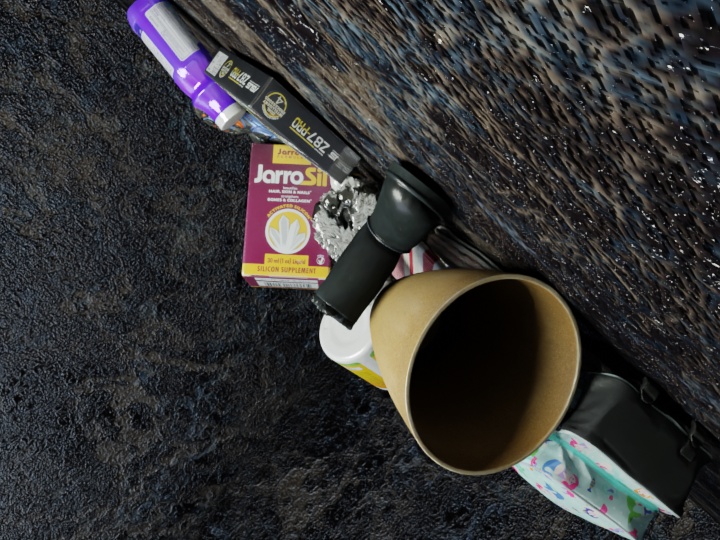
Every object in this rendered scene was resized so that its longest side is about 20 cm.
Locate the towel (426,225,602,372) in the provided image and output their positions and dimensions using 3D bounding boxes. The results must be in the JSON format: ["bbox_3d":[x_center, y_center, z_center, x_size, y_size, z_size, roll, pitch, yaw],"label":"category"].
[{"bbox_3d":[0.185,0.039,0.823,0.191,0.032,0.200,40,-179,-44],"label":"towel"}]

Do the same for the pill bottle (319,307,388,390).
[{"bbox_3d":[0.032,0.122,1.072,0.111,0.111,0.200,41,-179,42],"label":"pill bottle"}]

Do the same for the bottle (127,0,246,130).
[{"bbox_3d":[-0.240,-0.291,0.956,0.201,0.065,0.084,51,180,-2],"label":"bottle"}]

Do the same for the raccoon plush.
[{"bbox_3d":[-0.005,-0.039,0.918,0.134,0.095,0.203,-48,-50,-79],"label":"raccoon plush"}]

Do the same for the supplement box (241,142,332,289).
[{"bbox_3d":[-0.103,-0.078,1.029,0.129,0.203,0.103,2,169,-1],"label":"supplement box"}]

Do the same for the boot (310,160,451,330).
[{"bbox_3d":[0.013,-0.018,0.696,0.073,0.163,0.198,39,-179,4],"label":"boot"}]

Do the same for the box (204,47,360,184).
[{"bbox_3d":[-0.104,-0.202,0.875,0.161,0.049,0.200,35,-175,-39],"label":"box"}]

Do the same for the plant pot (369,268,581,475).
[{"bbox_3d":[0.086,0.075,0.696,0.186,0.187,0.200,39,175,-25],"label":"plant pot"}]

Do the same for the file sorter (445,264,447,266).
[{"bbox_3d":[0.155,0.073,1.038,0.200,0.139,0.125,39,-175,-33],"label":"file sorter"}]

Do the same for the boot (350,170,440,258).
[{"bbox_3d":[0.049,-0.047,1.029,0.200,0.066,0.176,42,167,45],"label":"boot"}]

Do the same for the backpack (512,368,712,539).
[{"bbox_3d":[0.246,0.185,0.744,0.177,0.151,0.200,37,175,-12],"label":"backpack"}]

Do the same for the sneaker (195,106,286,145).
[{"bbox_3d":[-0.146,-0.234,1.037,0.198,0.079,0.075,23,169,-19],"label":"sneaker"}]

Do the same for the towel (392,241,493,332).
[{"bbox_3d":[0.099,0.027,0.856,0.200,0.023,0.145,51,165,29],"label":"towel"}]
